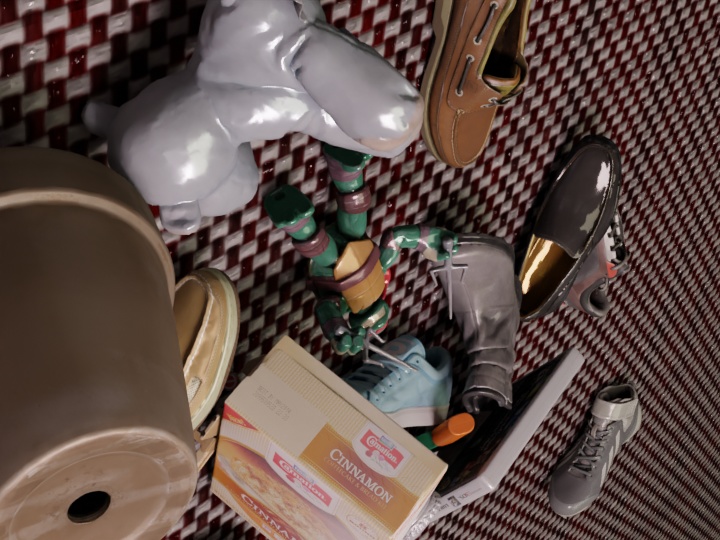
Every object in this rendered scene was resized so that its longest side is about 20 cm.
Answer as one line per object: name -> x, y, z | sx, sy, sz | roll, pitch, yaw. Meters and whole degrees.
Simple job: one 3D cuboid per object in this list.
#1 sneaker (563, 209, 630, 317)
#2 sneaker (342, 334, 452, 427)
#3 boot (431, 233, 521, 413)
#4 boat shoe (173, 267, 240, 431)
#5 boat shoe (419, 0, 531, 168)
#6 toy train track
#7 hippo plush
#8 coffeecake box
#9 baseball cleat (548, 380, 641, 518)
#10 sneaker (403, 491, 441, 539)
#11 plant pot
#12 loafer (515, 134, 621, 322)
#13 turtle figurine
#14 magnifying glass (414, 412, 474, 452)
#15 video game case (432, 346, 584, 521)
sneaker -> 0.256, -0.036, 1.404 | 0.077, 0.082, 0.202 | -33, 142, -36
sneaker -> 0.019, 0.097, 1.201 | 0.199, 0.073, 0.083 | 2, 99, -60
boot -> 0.111, 0.053, 1.217 | 0.200, 0.069, 0.133 | 42, 49, -59
boat shoe -> -0.150, 0.088, 0.932 | 0.076, 0.072, 0.202 | 9, 110, -46
boat shoe -> 0.094, -0.156, 1.066 | 0.072, 0.068, 0.201 | -39, 146, -32
toy train track -> -0.135, 0.141, 1.034 | 0.201, 0.032, 0.115 | -54, 170, 5
hippo plush -> -0.065, -0.089, 0.800 | 0.161, 0.159, 0.200 | -48, 170, 6
coffeecake box -> -0.031, 0.158, 1.022 | 0.073, 0.153, 0.200 | -47, 169, -26
baseball cleat -> 0.301, 0.223, 1.742 | 0.200, 0.069, 0.107 | -50, 144, -32
sneaker -> 0.001, 0.200, 1.255 | 0.075, 0.115, 0.200 | -46, -178, -18
plant pot -> -0.171, 0.065, 0.715 | 0.198, 0.174, 0.201 | -21, 140, -19
loafer -> 0.203, -0.036, 1.321 | 0.072, 0.072, 0.202 | -41, 151, -64
turtle figurine -> 0.000, 0.000, 1.041 | 0.150, 0.100, 0.201 | -57, 138, -32
magnifying glass -> 0.074, 0.159, 1.275 | 0.079, 0.023, 0.200 | -16, 171, -12
video game case -> 0.122, 0.173, 1.329 | 0.200, 0.023, 0.182 | -46, -177, -40
